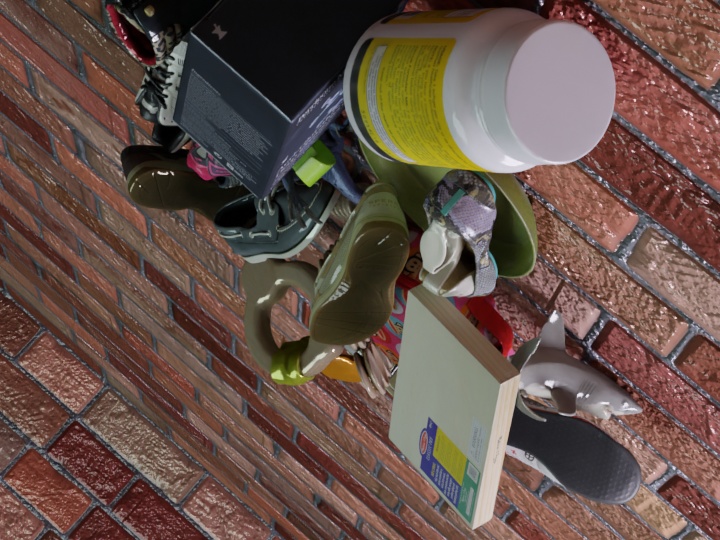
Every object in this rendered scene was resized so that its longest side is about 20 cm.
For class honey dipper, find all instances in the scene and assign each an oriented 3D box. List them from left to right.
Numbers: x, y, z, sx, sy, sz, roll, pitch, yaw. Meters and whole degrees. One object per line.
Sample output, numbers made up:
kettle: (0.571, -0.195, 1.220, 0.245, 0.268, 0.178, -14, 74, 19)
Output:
honey dipper: (-0.045, -0.073, 1.712, 0.038, 0.038, 0.199, 50, 160, -23)

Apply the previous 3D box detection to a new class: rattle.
rattle: (-0.059, 0.021, 1.809, 0.130, 0.142, 0.201, -51, 57, 44)

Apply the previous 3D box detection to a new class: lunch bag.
lunch bag: (0.078, 0.043, 1.664, 0.175, 0.082, 0.201, 24, 156, 36)

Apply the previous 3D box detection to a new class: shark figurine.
shark figurine: (0.165, 0.079, 1.519, 0.127, 0.090, 0.214, 20, -176, 35)

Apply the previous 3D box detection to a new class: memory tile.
memory tile: (-0.005, 0.049, 1.742, 0.200, 0.017, 0.155, -62, -51, -82)

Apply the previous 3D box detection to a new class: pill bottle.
pill bottle: (0.082, -0.128, 1.188, 0.115, 0.114, 0.199, 51, 161, -25)

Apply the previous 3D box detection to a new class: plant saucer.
plant saucer: (0.082, -0.075, 1.451, 0.199, 0.031, 0.200, 39, 162, 15)

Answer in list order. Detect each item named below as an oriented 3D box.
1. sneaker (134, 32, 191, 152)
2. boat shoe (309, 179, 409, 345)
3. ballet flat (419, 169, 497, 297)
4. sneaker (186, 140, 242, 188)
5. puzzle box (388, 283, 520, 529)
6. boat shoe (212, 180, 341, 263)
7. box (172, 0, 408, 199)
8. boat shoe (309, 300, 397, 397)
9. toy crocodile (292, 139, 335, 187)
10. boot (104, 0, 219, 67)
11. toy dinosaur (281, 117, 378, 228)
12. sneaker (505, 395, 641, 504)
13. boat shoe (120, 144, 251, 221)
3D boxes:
sneaker: (-0.187, -0.189, 1.674, 0.075, 0.088, 0.201, 36, 160, 25)
boat shoe: (-0.002, -0.001, 1.565, 0.072, 0.064, 0.201, 5, 143, -11)
ballet flat: (0.077, -0.017, 1.432, 0.072, 0.072, 0.201, 36, 161, 19)
sneaker: (-0.124, -0.115, 1.687, 0.080, 0.075, 0.200, 37, 180, 18)
puzzle box: (0.081, 0.123, 1.504, 0.133, 0.025, 0.201, 46, 146, 33)
boat shoe: (-0.087, -0.055, 1.662, 0.062, 0.073, 0.200, 36, 156, -18)
box: (-0.060, -0.170, 1.342, 0.107, 0.149, 0.200, 41, 163, 3)
boat shoe: (0.028, 0.083, 1.884, 0.200, 0.075, 0.068, 44, -178, -8)
toy crocodile: (-0.086, -0.164, 1.471, 0.201, 0.067, 0.062, 63, -165, 3)
boot: (-0.128, -0.253, 1.285, 0.073, 0.154, 0.204, 38, 162, 12)
toy dinosaur: (-0.040, -0.133, 1.569, 0.181, 0.105, 0.201, 41, -160, -31)
sneaker: (0.173, 0.154, 1.593, 0.200, 0.068, 0.108, 23, -173, 5)
boat shoe: (-0.170, -0.099, 1.791, 0.200, 0.072, 0.066, 8, -135, -44)
